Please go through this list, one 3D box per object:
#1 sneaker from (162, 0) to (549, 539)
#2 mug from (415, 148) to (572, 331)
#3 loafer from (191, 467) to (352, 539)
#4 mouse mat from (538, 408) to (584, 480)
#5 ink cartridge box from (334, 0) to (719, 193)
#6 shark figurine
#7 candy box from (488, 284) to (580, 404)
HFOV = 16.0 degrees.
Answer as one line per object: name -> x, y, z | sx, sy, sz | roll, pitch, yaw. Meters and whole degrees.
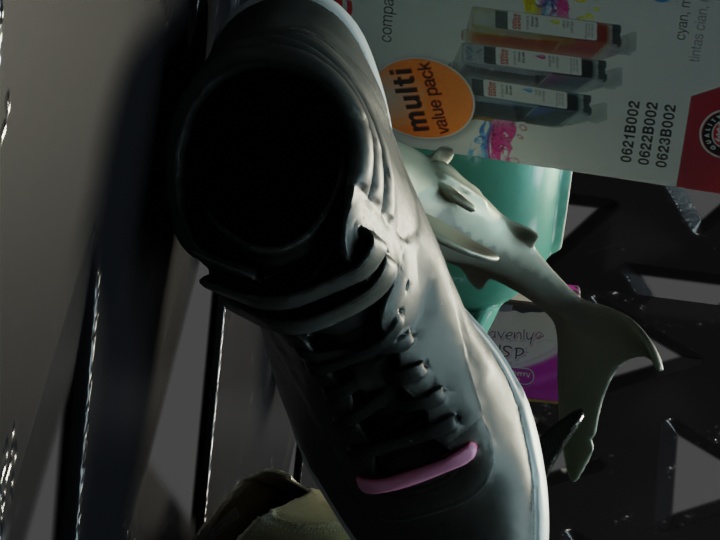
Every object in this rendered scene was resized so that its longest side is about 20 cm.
sneaker -> -0.005, 0.020, 0.718 | 0.099, 0.071, 0.200 | -38, 108, -76
mug -> 0.035, -0.045, 1.114 | 0.152, 0.114, 0.185 | -77, 173, -57
loafer -> -0.024, 0.102, 0.858 | 0.076, 0.068, 0.200 | -52, -175, -12
mouse mat -> -0.002, 0.140, 0.828 | 0.161, 0.008, 0.200 | -46, -172, 49
ink cartridge box -> 0.078, -0.135, 0.965 | 0.145, 0.200, 0.145 | -75, 171, -47
shark figurine -> 0.008, -0.003, 0.928 | 0.090, 0.214, 0.128 | -45, -134, 21
candy box -> 0.067, 0.037, 1.584 | 0.200, 0.136, 0.061 | -31, 127, -84
